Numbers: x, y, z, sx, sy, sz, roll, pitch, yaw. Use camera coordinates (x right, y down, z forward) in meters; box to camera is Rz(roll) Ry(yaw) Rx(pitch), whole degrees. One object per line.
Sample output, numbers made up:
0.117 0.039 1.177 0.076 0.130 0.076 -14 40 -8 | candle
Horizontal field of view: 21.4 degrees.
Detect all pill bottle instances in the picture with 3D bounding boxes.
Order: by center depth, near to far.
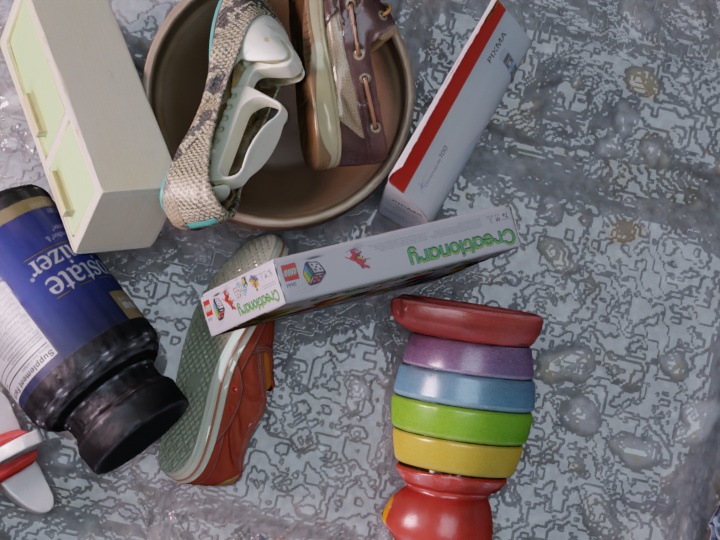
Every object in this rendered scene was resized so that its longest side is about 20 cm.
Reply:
-0.218 0.045 1.383 0.112 0.112 0.200 -38 79 -7 | pill bottle

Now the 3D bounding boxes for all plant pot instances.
-0.061 -0.124 1.435 0.200 0.093 0.201 0 82 -2 | plant pot

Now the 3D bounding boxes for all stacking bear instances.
0.068 0.125 1.407 0.114 0.121 0.200 8 92 5 | stacking bear

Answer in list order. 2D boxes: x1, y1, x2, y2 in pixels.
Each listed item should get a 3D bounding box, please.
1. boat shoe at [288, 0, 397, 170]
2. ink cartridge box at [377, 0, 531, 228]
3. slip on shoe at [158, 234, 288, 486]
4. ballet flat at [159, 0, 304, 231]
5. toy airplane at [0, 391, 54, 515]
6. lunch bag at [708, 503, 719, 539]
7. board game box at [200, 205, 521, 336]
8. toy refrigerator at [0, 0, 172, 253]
-0.010 -0.173 1.367 0.072 0.072 0.200 -3 86 -13 | boat shoe
0.075 -0.115 1.386 0.047 0.200 0.160 30 82 -1 | ink cartridge box
-0.093 0.068 1.428 0.061 0.074 0.200 27 71 -36 | slip on shoe
-0.079 -0.118 1.335 0.075 0.068 0.200 -1 63 38 | ballet flat
-0.316 0.161 1.359 0.200 0.141 0.199 20 81 0 | toy airplane
0.353 0.198 1.361 0.169 0.200 0.127 35 67 3 | lunch bag
0.000 0.000 1.369 0.200 0.126 0.035 -14 85 -30 | board game box
-0.203 -0.116 1.391 0.070 0.076 0.200 -7 59 -31 | toy refrigerator
